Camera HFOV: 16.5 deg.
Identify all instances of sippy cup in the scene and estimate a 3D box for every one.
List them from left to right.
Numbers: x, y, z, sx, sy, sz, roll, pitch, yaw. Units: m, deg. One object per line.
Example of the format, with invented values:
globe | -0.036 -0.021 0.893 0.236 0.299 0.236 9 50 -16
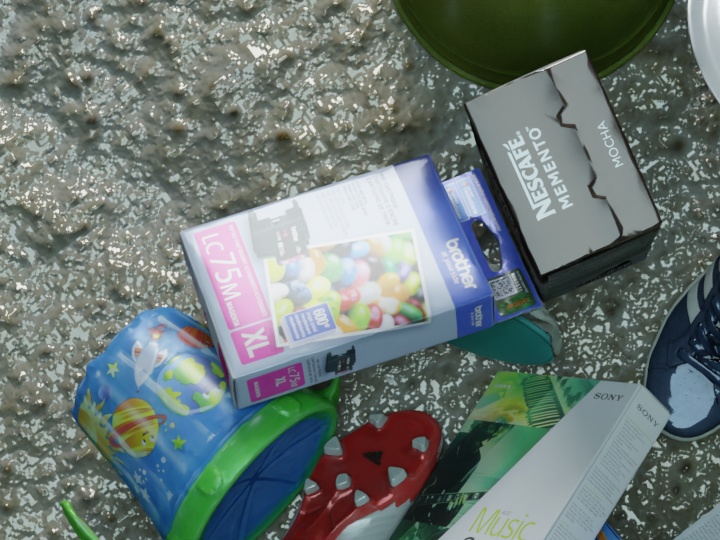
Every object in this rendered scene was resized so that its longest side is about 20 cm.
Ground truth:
sippy cup | -0.105 0.096 1.549 0.130 0.178 0.140 39 125 17

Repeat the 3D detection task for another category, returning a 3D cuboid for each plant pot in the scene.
plant pot | 0.106 -0.223 1.520 0.199 0.193 0.202 0 85 4

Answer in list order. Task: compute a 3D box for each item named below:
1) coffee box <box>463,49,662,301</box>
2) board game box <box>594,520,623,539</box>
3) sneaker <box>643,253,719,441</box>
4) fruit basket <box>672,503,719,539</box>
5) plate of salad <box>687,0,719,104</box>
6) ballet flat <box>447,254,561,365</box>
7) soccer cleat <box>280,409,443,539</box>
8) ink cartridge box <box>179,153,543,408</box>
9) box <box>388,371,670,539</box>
coffee box | 0.122 -0.053 1.500 0.079 0.200 0.114 -23 83 2
board game box | 0.096 0.203 1.488 0.151 0.200 0.037 -41 114 1
sneaker | 0.242 0.016 1.543 0.075 0.085 0.201 32 89 7
fruit basket | 0.257 0.224 1.489 0.200 0.094 0.186 -42 82 27
plate of salad | 0.296 -0.140 1.555 0.199 0.048 0.201 6 64 -12
ballet flat | 0.038 0.001 1.574 0.199 0.072 0.072 16 87 4
soccer cleat | -0.012 0.174 1.564 0.068 0.085 0.200 22 63 30
ink cartridge box | 0.000 0.000 1.516 0.199 0.042 0.120 -16 55 -9
box | 0.084 0.150 1.493 0.036 0.144 0.200 46 67 -26
